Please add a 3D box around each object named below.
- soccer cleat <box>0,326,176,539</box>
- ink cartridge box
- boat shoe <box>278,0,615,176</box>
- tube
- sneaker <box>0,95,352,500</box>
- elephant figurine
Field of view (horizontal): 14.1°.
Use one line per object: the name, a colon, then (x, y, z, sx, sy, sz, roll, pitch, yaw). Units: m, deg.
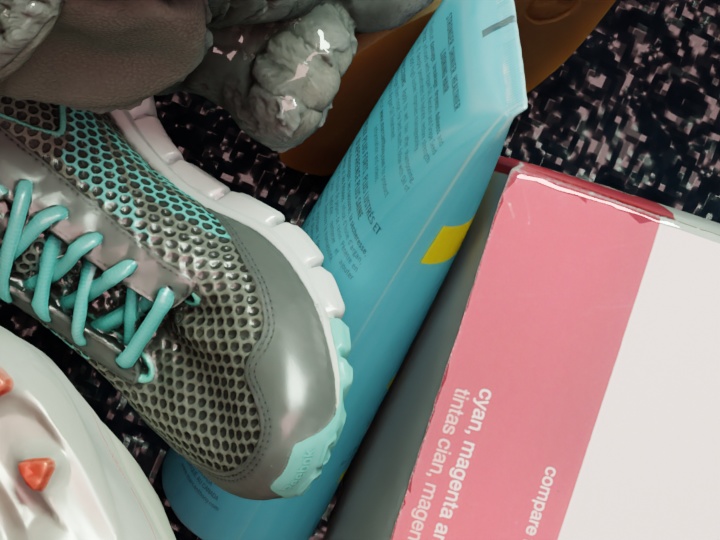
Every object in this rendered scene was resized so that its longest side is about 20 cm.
soccer cleat: (-0.065, 0.104, 0.789, 0.069, 0.078, 0.200, -26, 86, 11)
ink cartridge box: (0.106, 0.063, 0.844, 0.200, 0.145, 0.145, 18, 92, -6)
boat shoe: (0.043, -0.101, 0.841, 0.200, 0.070, 0.070, -36, 59, 34)
tube: (0.000, 0.000, 0.824, 0.050, 0.077, 0.200, 11, 132, -21)
sneaker: (-0.082, -0.008, 0.810, 0.200, 0.091, 0.078, 48, 123, 32)
elephant figurine: (-0.060, -0.103, 0.731, 0.155, 0.200, 0.142, -45, 80, 13)
